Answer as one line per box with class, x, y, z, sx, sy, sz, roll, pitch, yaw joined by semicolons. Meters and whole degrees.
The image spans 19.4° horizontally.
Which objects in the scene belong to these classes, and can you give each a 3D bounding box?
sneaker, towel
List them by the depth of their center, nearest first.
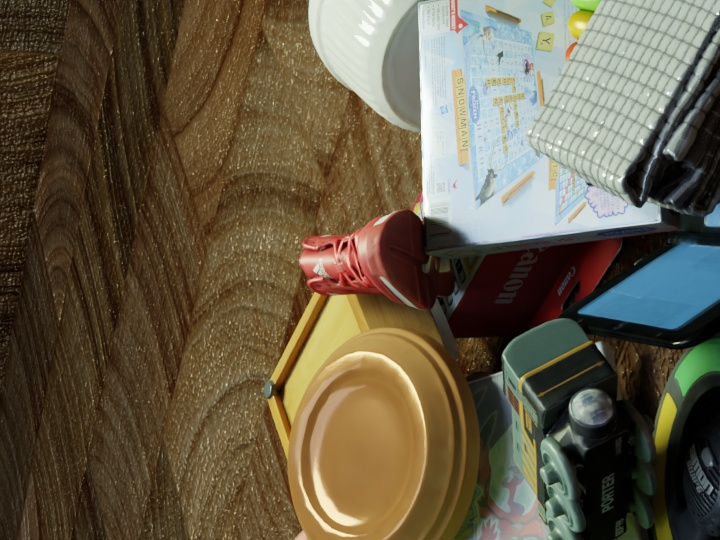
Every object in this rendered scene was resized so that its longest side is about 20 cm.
towel;0.216;-0.133;1.394;0.200;0.086;0.166;-61;24;2
sneaker;0.000;0.000;1.638;0.200;0.115;0.079;22;-119;-73

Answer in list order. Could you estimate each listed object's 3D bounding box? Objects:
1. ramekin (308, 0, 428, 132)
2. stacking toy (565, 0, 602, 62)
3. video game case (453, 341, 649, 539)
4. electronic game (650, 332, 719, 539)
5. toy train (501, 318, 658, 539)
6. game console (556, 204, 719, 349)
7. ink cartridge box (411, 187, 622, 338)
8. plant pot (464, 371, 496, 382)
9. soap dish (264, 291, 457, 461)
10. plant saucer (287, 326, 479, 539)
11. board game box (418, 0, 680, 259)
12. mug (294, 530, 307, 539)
ramekin;0.067;-0.207;1.731;0.105;0.200;0.200;56;140;45
stacking toy;0.182;-0.185;1.496;0.085;0.085;0.200;-152;72;-68
video game case;0.121;0.172;1.573;0.182;0.023;0.200;-19;66;26
electronic game;0.242;0.139;1.413;0.200;0.042;0.200;-175;90;-73
toy train;0.148;0.120;1.450;0.114;0.085;0.200;58;169;31
game console;0.222;-0.041;1.389;0.200;0.116;0.176;-170;83;-70
ink cartridge box;0.122;-0.035;1.714;0.200;0.084;0.176;116;148;-48
plant pot;0.084;0.189;1.695;0.200;0.186;0.186;-67;26;20
soap dish;-0.005;0.088;1.773;0.200;0.081;0.157;-62;31;31
plant saucer;0.008;0.141;1.624;0.200;0.037;0.201;-12;74;45
board game box;0.139;-0.118;1.577;0.199;0.041;0.200;-6;80;32
mug;0.036;0.330;1.913;0.133;0.177;0.200;-48;31;2
